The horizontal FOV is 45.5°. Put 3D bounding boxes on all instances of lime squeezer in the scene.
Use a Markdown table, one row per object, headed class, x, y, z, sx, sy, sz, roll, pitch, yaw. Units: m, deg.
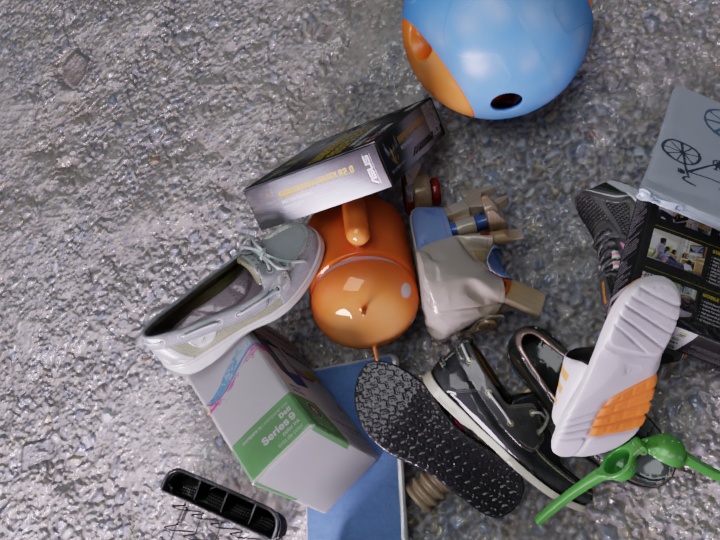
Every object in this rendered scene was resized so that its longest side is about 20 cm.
| class | x | y | z | sx | sy | sz | roll | pitch | yaw |
| --- | --- | --- | --- | --- | --- | --- | --- | --- | --- |
| lime squeezer | 0.253 | 0.183 | 0.783 | 0.199 | 0.071 | 0.038 | -10 | 35 | 0 |

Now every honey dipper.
| class | x | y | z | sx | sy | sz | roll | pitch | yaw |
| --- | --- | --- | --- | --- | --- | --- | --- | --- | --- |
| honey dipper | 0.127 | 0.164 | 0.877 | 0.200 | 0.038 | 0.038 | -46 | 64 | 2 |

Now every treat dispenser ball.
| class | x | y | z | sx | sy | sz | roll | pitch | yaw |
| --- | --- | --- | --- | --- | --- | --- | --- | --- | --- |
| treat dispenser ball | 0.142 | -0.261 | 0.906 | 0.200 | 0.201 | 0.202 | -6 | 72 | 20 |

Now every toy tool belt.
| class | x | y | z | sx | sy | sz | roll | pitch | yaw |
| --- | --- | --- | --- | --- | --- | --- | --- | --- | --- |
| toy tool belt | 0.115 | -0.028 | 0.904 | 0.122 | 0.125 | 0.201 | -8 | 54 | 0 |

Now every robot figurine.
| class | x | y | z | sx | sy | sz | roll | pitch | yaw |
| --- | --- | --- | --- | --- | --- | --- | --- | --- | --- |
| robot figurine | 0.001 | 0.001 | 0.912 | 0.144 | 0.116 | 0.201 | -50 | 31 | 33 |

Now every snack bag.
| class | x | y | z | sx | sy | sz | roll | pitch | yaw |
| --- | --- | --- | --- | --- | --- | --- | --- | --- | --- |
| snack bag | 0.356 | -0.081 | 0.782 | 0.188 | 0.021 | 0.200 | 26 | 47 | 8 |

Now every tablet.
| class | x | y | z | sx | sy | sz | roll | pitch | yaw |
| --- | --- | --- | --- | --- | --- | --- | --- | --- | --- |
| tablet | -0.008 | 0.197 | 0.920 | 0.130 | 0.014 | 0.201 | -15 | 67 | 33 |

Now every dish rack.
| class | x | y | z | sx | sy | sz | roll | pitch | yaw |
| --- | --- | --- | --- | --- | --- | --- | --- | --- | --- |
| dish rack | -0.171 | 0.334 | 0.936 | 0.153 | 0.055 | 0.201 | 15 | 81 | 26 |

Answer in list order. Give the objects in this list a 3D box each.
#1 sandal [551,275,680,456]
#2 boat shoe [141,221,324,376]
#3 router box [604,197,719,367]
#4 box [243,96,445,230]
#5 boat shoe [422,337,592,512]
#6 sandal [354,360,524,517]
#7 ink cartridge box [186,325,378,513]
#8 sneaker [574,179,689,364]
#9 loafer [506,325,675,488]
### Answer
| class | x | y | z | sx | sy | sz | roll | pitch | yaw |
| --- | --- | --- | --- | --- | --- | --- | --- | --- | --- |
| sandal | 0.218 | 0.078 | 0.748 | 0.079 | 0.207 | 0.059 | 2 | 35 | -15 |
| boat shoe | -0.122 | 0.019 | 0.845 | 0.202 | 0.065 | 0.074 | -38 | 53 | -8 |
| router box | 0.337 | 0.012 | 0.774 | 0.199 | 0.051 | 0.150 | 22 | 69 | 2 |
| box | -0.011 | -0.118 | 0.921 | 0.158 | 0.200 | 0.049 | -16 | 106 | 28 |
| boat shoe | 0.152 | 0.150 | 0.825 | 0.200 | 0.072 | 0.068 | 44 | 95 | 4 |
| sandal | 0.073 | 0.168 | 0.855 | 0.200 | 0.045 | 0.075 | 39 | 92 | 5 |
| ink cartridge box | -0.092 | 0.137 | 0.893 | 0.088 | 0.145 | 0.200 | -46 | 52 | 2 |
| sneaker | 0.263 | 0.001 | 0.829 | 0.086 | 0.080 | 0.200 | -22 | 63 | -19 |
| loafer | 0.216 | 0.131 | 0.820 | 0.072 | 0.063 | 0.200 | -46 | 74 | -1 |
